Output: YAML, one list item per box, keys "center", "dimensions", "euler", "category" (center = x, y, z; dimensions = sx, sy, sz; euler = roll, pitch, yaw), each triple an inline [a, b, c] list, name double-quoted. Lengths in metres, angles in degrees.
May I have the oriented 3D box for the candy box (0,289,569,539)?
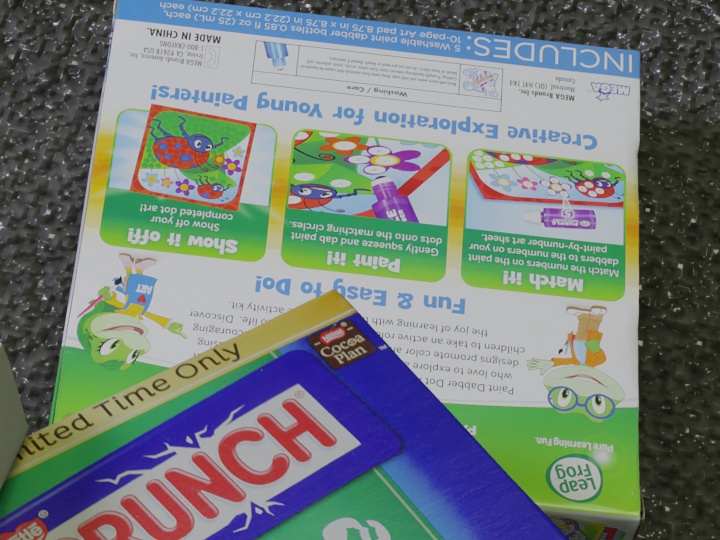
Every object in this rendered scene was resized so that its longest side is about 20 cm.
- center: [-0.020, 0.118, 0.686]
  dimensions: [0.169, 0.077, 0.200]
  euler: [-26, 50, -23]
  category: "candy box"

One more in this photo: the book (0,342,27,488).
- center: [-0.204, 0.076, 0.661]
  dimensions: [0.199, 0.048, 0.134]
  euler: [-2, 34, 12]
  category: "book"

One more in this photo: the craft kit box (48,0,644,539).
- center: [0.000, 0.000, 0.858]
  dimensions: [0.199, 0.049, 0.198]
  euler: [7, 54, -2]
  category: "craft kit box"
